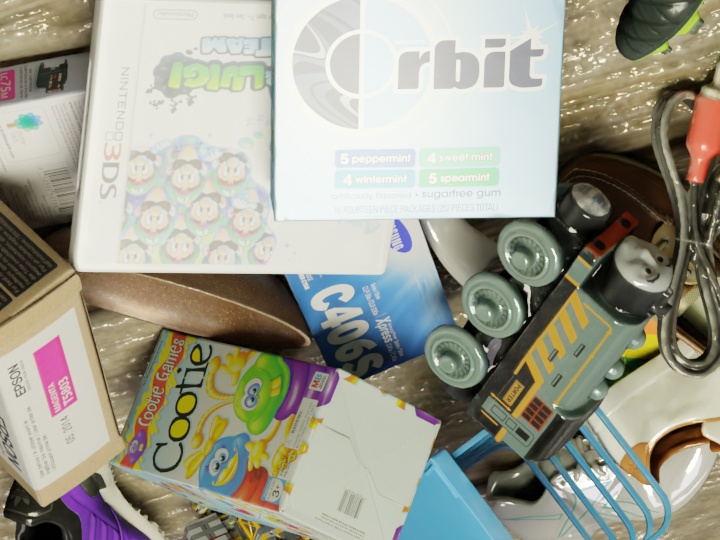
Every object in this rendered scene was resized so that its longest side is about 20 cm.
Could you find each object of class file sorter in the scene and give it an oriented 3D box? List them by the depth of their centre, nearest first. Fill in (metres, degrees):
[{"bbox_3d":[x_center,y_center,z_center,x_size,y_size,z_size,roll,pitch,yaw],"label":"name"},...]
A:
[{"bbox_3d":[0.117,0.175,1.817,0.123,0.139,0.200,-35,172,-17],"label":"file sorter"}]

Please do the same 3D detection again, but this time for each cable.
[{"bbox_3d":[0.217,-0.034,1.637,0.097,0.201,0.050,17,178,-12],"label":"cable"}]

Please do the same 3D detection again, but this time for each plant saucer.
[{"bbox_3d":[-0.125,0.007,1.687,0.200,0.037,0.200,15,170,3],"label":"plant saucer"}]

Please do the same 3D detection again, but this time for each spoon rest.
[{"bbox_3d":[0.062,-0.068,1.639,0.061,0.099,0.200,36,153,21],"label":"spoon rest"}]

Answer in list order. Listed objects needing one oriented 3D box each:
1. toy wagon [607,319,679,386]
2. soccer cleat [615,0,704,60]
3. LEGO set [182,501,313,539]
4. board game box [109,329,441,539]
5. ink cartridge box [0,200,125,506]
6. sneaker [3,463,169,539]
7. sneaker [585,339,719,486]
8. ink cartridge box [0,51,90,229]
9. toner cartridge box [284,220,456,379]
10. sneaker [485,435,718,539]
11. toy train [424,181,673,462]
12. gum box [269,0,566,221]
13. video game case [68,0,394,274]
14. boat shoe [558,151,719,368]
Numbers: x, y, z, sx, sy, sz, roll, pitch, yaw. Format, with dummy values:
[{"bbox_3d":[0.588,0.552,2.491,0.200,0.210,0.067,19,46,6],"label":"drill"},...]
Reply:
[{"bbox_3d":[0.155,0.039,1.815,0.155,0.040,0.200,3,142,-11],"label":"toy wagon"},{"bbox_3d":[0.187,-0.202,1.494,0.081,0.068,0.200,26,135,-9],"label":"soccer cleat"},{"bbox_3d":[-0.062,0.195,1.970,0.153,0.116,0.200,-25,153,-23],"label":"LEGO set"},{"bbox_3d":[-0.060,0.116,1.760,0.105,0.103,0.200,29,167,-38],"label":"board game box"},{"bbox_3d":[-0.241,0.033,1.657,0.075,0.165,0.200,-36,148,-21],"label":"ink cartridge box"},{"bbox_3d":[-0.211,0.205,1.929,0.069,0.100,0.200,11,148,33],"label":"sneaker"},{"bbox_3d":[0.258,0.076,1.799,0.200,0.085,0.073,-39,151,5],"label":"sneaker"},{"bbox_3d":[-0.145,-0.088,1.615,0.199,0.042,0.119,-8,142,6],"label":"ink cartridge box"},{"bbox_3d":[0.000,0.000,1.711,0.095,0.043,0.200,-24,148,0],"label":"toner cartridge box"},{"bbox_3d":[0.180,0.153,1.944,0.200,0.071,0.080,-31,133,31],"label":"sneaker"},{"bbox_3d":[0.124,0.033,1.669,0.114,0.085,0.200,41,131,9],"label":"toy train"},{"bbox_3d":[0.033,-0.128,1.507,0.169,0.045,0.201,-1,114,-5],"label":"gum box"},{"bbox_3d":[-0.068,-0.082,1.558,0.199,0.024,0.183,0,118,-17],"label":"video game case"},{"bbox_3d":[0.208,-0.001,1.703,0.200,0.074,0.076,36,115,-15],"label":"boat shoe"}]
